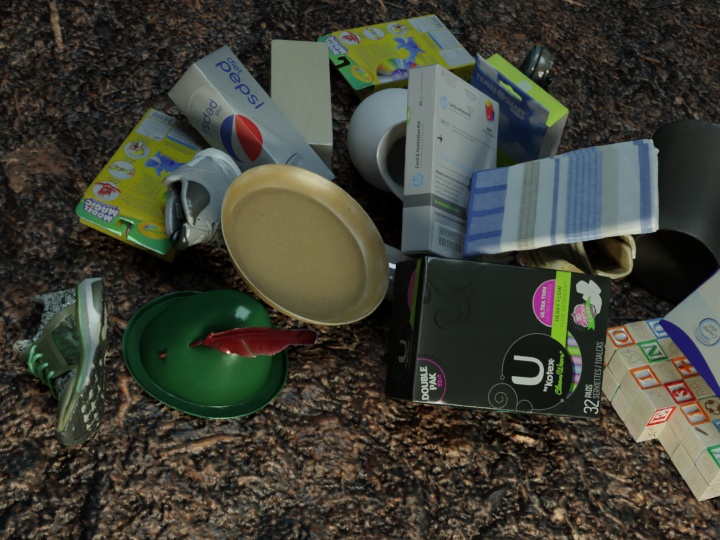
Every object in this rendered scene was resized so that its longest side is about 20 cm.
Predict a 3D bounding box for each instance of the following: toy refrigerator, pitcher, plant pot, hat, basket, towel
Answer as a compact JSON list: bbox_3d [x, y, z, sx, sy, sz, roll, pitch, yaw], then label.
[{"bbox_3d":[-0.077,-0.198,1.554,0.075,0.070,0.201,2,46,-7],"label":"toy refrigerator"},{"bbox_3d":[0.061,-0.124,1.482,0.121,0.172,0.200,-27,22,0],"label":"pitcher"},{"bbox_3d":[-0.061,-0.023,1.312,0.199,0.027,0.201,20,47,-23],"label":"plant pot"},{"bbox_3d":[-0.130,0.034,1.234,0.199,0.177,0.166,20,45,2],"label":"hat"},{"bbox_3d":[0.412,-0.068,1.544,0.180,0.136,0.200,31,49,5],"label":"basket"},{"bbox_3d":[0.205,-0.071,1.272,0.199,0.024,0.147,-9,38,18],"label":"towel"}]

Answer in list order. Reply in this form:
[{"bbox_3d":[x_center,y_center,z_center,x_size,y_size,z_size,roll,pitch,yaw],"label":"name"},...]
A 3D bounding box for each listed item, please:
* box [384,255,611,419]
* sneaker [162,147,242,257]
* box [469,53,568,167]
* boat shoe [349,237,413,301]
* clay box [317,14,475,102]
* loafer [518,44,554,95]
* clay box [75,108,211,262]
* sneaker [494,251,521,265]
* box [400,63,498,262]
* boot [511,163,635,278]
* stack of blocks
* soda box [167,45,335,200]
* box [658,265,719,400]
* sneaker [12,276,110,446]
[{"bbox_3d":[0.138,0.070,1.285,0.198,0.124,0.150,7,86,-12],"label":"box"},{"bbox_3d":[-0.145,-0.027,1.328,0.200,0.075,0.115,54,42,3],"label":"sneaker"},{"bbox_3d":[0.178,-0.165,1.506,0.048,0.201,0.122,-36,65,-27],"label":"box"},{"bbox_3d":[0.000,0.000,1.391,0.199,0.072,0.069,34,62,11],"label":"boat shoe"},{"bbox_3d":[0.045,-0.281,1.686,0.199,0.048,0.115,-17,54,-29],"label":"clay box"},{"bbox_3d":[0.211,-0.205,1.560,0.063,0.200,0.072,22,59,-1],"label":"loafer"},{"bbox_3d":[-0.230,-0.090,1.403,0.114,0.048,0.201,24,46,2],"label":"clay box"},{"bbox_3d":[0.152,-0.031,1.449,0.074,0.090,0.201,0,47,-18],"label":"sneaker"},{"bbox_3d":[0.100,-0.104,1.352,0.041,0.156,0.202,-2,80,31],"label":"box"},{"bbox_3d":[0.243,-0.020,1.373,0.072,0.200,0.155,-45,38,-8],"label":"boot"},{"bbox_3d":[0.349,0.148,1.364,0.114,0.059,0.201,-9,51,-25],"label":"stack of blocks"},{"bbox_3d":[-0.123,-0.153,1.421,0.200,0.063,0.068,51,42,-2],"label":"soda box"},{"bbox_3d":[0.447,0.092,1.351,0.199,0.105,0.184,2,47,-55],"label":"box"},{"bbox_3d":[-0.294,0.091,1.216,0.088,0.077,0.201,-3,42,-3],"label":"sneaker"}]
